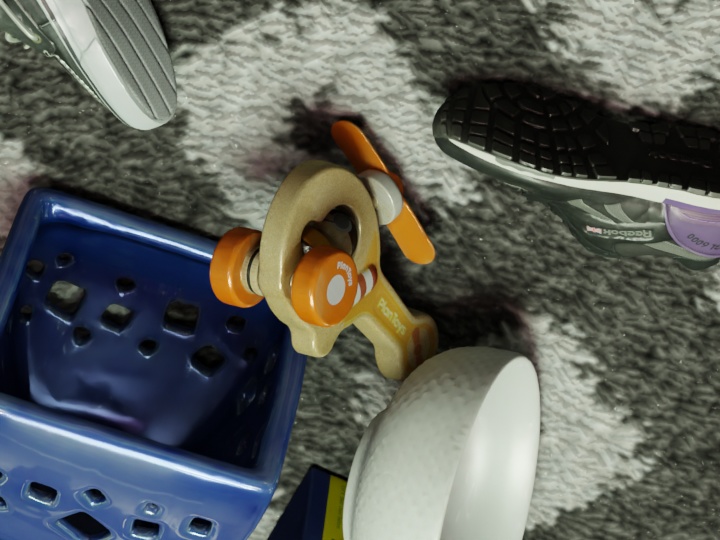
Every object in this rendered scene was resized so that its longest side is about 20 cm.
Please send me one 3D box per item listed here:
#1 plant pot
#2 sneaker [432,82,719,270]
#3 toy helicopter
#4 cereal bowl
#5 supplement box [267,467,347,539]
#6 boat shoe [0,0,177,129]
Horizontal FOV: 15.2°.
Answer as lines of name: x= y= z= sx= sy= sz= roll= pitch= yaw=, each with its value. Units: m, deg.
plant pot: x=-0.154 y=0.096 z=1.666 sx=0.199 sy=0.201 sz=0.180 roll=18 pitch=132 yaw=-8
sneaker: x=0.134 y=-0.045 z=1.606 sx=0.199 sy=0.076 sz=0.088 roll=14 pitch=132 yaw=-4
toy helicopter: x=0.000 y=0.000 z=1.642 sx=0.079 sy=0.133 sz=0.200 roll=12 pitch=156 yaw=34
cereal bowl: x=0.043 y=0.141 z=1.677 sx=0.083 sy=0.200 sz=0.201 roll=12 pitch=128 yaw=18
supplement box: x=0.030 y=0.237 z=1.794 sx=0.199 sy=0.109 sz=0.110 roll=23 pitch=125 yaw=-10
boat shoe: x=-0.182 y=-0.163 z=1.566 sx=0.071 sy=0.072 sz=0.201 roll=-23 pitch=110 yaw=31
